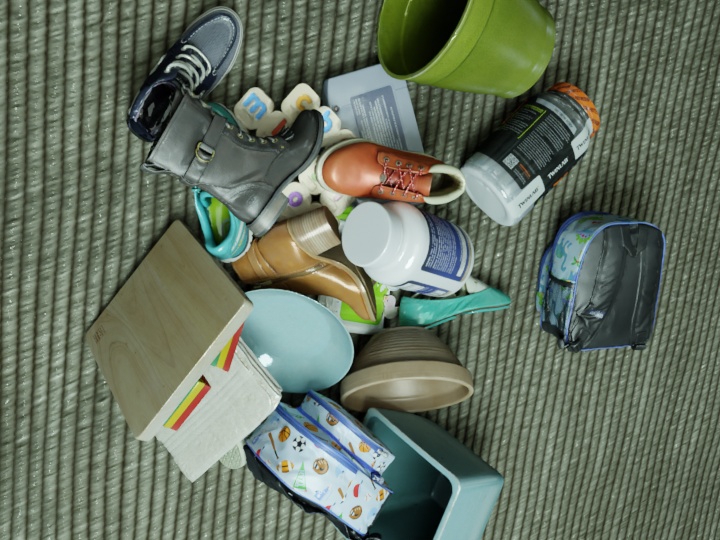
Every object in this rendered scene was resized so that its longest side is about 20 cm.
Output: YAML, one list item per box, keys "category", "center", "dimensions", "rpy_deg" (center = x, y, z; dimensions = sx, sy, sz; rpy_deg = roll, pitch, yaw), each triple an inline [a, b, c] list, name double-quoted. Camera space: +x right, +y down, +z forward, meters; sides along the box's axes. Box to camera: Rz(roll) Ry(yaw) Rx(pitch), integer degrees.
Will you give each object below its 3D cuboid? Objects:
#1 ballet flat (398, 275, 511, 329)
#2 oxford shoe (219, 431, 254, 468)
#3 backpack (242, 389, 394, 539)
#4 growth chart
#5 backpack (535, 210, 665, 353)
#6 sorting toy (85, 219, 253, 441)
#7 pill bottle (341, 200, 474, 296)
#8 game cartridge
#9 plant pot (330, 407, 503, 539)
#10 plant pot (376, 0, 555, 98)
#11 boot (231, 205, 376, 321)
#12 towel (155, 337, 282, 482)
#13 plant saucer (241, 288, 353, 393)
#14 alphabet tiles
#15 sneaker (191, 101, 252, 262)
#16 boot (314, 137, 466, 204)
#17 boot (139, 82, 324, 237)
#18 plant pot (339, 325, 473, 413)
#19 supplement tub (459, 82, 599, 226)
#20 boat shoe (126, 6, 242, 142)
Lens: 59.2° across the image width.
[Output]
- category: "ballet flat"
  center: [0.148, 0.043, 0.987]
  dimensions: [0.195, 0.067, 0.072]
  rpy_deg: [-13, 92, -19]
- category: "oxford shoe"
  center: [-0.195, 0.177, 0.896]
  dimensions: [0.074, 0.058, 0.205]
  rpy_deg: [-11, 102, 29]
- category: "backpack"
  center: [-0.058, 0.259, 0.873]
  dimensions: [0.190, 0.198, 0.157]
  rpy_deg: [37, 75, -39]
- category: "growth chart"
  center: [0.000, 0.000, 0.944]
  dimensions: [0.141, 0.018, 0.206]
  rpy_deg: [0, 100, -20]
- category: "backpack"
  center: [0.377, 0.009, 1.016]
  dimensions: [0.178, 0.147, 0.205]
  rpy_deg: [1, 107, -20]
- category: "sorting toy"
  center: [-0.228, 0.074, 0.794]
  dimensions: [0.200, 0.200, 0.069]
  rpy_deg: [-51, 140, 2]
- category: "pill bottle"
  center: [0.065, -0.031, 0.872]
  dimensions: [0.198, 0.110, 0.113]
  rpy_deg: [14, 98, -51]
- category: "game cartridge"
  center: [0.020, -0.180, 0.895]
  dimensions: [0.131, 0.041, 0.205]
  rpy_deg: [-20, 102, -19]
- category: "plant pot"
  center: [0.107, 0.344, 0.967]
  dimensions: [0.197, 0.195, 0.200]
  rpy_deg: [11, 103, -44]
- category: "plant pot"
  center: [0.154, -0.324, 0.849]
  dimensions: [0.189, 0.199, 0.205]
  rpy_deg: [12, 98, -33]
- category: "boot"
  center: [-0.072, 0.017, 0.877]
  dimensions: [0.153, 0.078, 0.201]
  rpy_deg: [-24, 130, 14]
- category: "towel"
  center: [-0.202, 0.177, 0.848]
  dimensions: [0.199, 0.034, 0.133]
  rpy_deg: [-41, 86, 19]
- category: "plant saucer"
  center: [-0.103, 0.090, 0.880]
  dimensions: [0.195, 0.039, 0.204]
  rpy_deg: [5, 131, 6]
- category: "alphabet tiles"
  center: [-0.102, -0.140, 0.853]
  dimensions: [0.196, 0.015, 0.200]
  rpy_deg: [-44, 104, 9]
- category: "sneaker"
  center: [-0.176, -0.113, 0.797]
  dimensions: [0.075, 0.080, 0.206]
  rpy_deg: [-9, 90, 10]
- category: "boot"
  center: [0.042, -0.125, 0.821]
  dimensions: [0.195, 0.107, 0.077]
  rpy_deg: [-2, 109, -25]
- category: "boot"
  center: [-0.144, -0.158, 0.749]
  dimensions: [0.173, 0.069, 0.203]
  rpy_deg: [37, 64, -24]
- category: "plant pot"
  center: [0.064, 0.144, 0.938]
  dimensions: [0.196, 0.201, 0.095]
  rpy_deg: [6, 62, -21]
- category: "supplement tub"
  center: [0.252, -0.175, 0.943]
  dimensions: [0.200, 0.122, 0.123]
  rpy_deg: [-43, 112, -5]
- category: "boat shoe"
  center: [-0.209, -0.239, 0.775]
  dimensions: [0.074, 0.093, 0.202]
  rpy_deg: [36, 88, -23]
